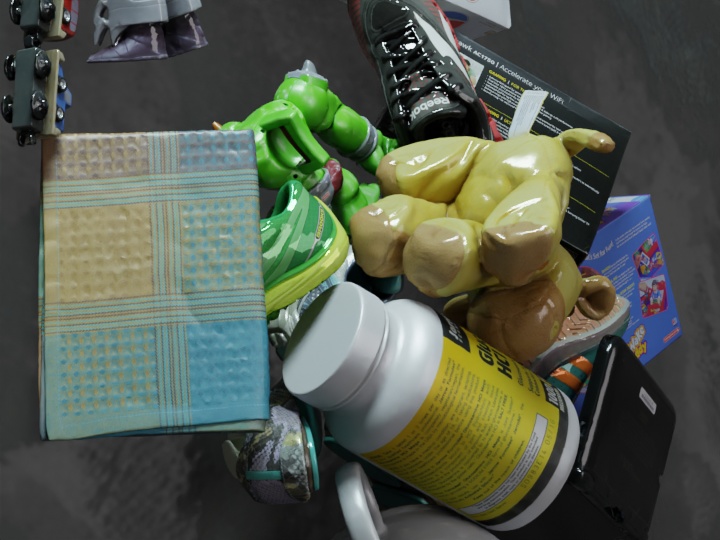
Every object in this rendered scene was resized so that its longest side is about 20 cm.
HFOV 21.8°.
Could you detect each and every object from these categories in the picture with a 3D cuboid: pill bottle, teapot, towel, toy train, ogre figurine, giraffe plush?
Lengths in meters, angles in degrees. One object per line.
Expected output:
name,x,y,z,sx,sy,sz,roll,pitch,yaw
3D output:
pill bottle,0.047,0.091,1.291,0.199,0.112,0.113,32,56,-29
teapot,0.030,0.233,1.338,0.196,0.200,0.147,5,50,-34
towel,-0.133,0.008,1.193,0.022,0.145,0.202,114,-26,-73
toy train,-0.204,-0.172,1.215,0.046,0.034,0.202,36,52,-60
ogre figurine,-0.049,-0.065,1.344,0.200,0.098,0.121,-39,119,-17
giraffe plush,0.102,-0.008,1.347,0.200,0.171,0.163,-45,134,-36

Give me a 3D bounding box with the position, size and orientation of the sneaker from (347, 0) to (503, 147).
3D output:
sneaker,0.048,-0.144,1.417,0.202,0.070,0.098,63,9,0

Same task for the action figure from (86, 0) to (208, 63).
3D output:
action figure,-0.151,-0.243,1.254,0.130,0.069,0.202,-34,121,-73

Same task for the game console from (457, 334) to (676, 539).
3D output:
game console,0.157,0.153,1.473,0.200,0.115,0.178,44,60,-59

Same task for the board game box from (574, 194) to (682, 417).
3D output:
board game box,0.196,0.033,1.607,0.199,0.044,0.136,-30,110,-44

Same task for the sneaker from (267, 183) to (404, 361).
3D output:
sneaker,0.000,0.000,1.400,0.078,0.086,0.201,57,31,-26

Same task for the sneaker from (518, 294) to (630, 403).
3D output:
sneaker,0.143,0.086,1.483,0.199,0.071,0.081,-32,129,-35

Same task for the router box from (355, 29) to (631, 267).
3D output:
router box,0.113,-0.100,1.537,0.199,0.051,0.150,30,51,-4

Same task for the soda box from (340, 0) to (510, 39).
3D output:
soda box,0.045,-0.244,1.551,0.199,0.068,0.064,12,72,-53

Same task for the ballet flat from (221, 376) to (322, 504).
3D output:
ballet flat,-0.062,0.115,1.301,0.200,0.071,0.073,-92,167,-83

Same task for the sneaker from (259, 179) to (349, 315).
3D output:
sneaker,-0.102,0.008,1.249,0.199,0.074,0.084,-34,97,-24

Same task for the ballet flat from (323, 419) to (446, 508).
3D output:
ballet flat,0.033,0.141,1.412,0.073,0.067,0.200,-61,143,-19
